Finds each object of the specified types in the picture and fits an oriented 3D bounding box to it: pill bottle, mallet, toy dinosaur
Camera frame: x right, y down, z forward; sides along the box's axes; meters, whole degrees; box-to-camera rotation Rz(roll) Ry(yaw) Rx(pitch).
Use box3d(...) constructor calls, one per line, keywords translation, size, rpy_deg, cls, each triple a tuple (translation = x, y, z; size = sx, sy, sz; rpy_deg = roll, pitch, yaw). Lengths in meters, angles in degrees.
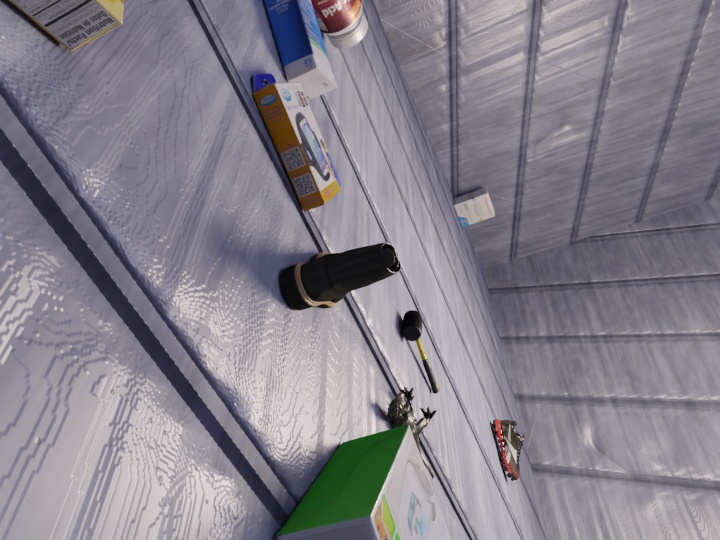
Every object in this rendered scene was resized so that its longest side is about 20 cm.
box3d(translation=(-0.065, -0.585, 1.111), size=(0.200, 0.114, 0.114), rpy_deg=(41, 35, -58), cls="pill bottle")
box3d(translation=(0.131, 0.182, 1.080), size=(0.066, 0.041, 0.200), rpy_deg=(-66, 139, -67), cls="mallet")
box3d(translation=(0.088, 0.251, 0.857), size=(0.200, 0.047, 0.088), rpy_deg=(62, 34, -32), cls="toy dinosaur")

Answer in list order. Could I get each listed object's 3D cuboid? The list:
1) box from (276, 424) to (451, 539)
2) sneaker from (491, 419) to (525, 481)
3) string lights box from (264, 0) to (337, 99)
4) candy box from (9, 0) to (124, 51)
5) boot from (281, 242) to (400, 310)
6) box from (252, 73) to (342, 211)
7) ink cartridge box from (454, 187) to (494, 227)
box3d(translation=(0.020, 0.286, 0.525), size=(0.200, 0.097, 0.177), rpy_deg=(-18, 87, -74), cls="box")
box3d(translation=(0.508, 0.593, 1.726), size=(0.071, 0.098, 0.201), rpy_deg=(39, 38, -64), cls="sneaker")
box3d(translation=(-0.108, -0.416, 0.898), size=(0.103, 0.059, 0.200), rpy_deg=(-1, 74, -73), cls="string lights box")
box3d(translation=(-0.243, -0.256, 0.324), size=(0.200, 0.055, 0.116), rpy_deg=(41, 35, -59), cls="candy box")
box3d(translation=(0.000, 0.000, 0.677), size=(0.200, 0.138, 0.078), rpy_deg=(-37, 108, -73), cls="boot")
box3d(translation=(-0.091, -0.197, 0.765), size=(0.119, 0.041, 0.200), rpy_deg=(-63, 134, -67), cls="box")
box3d(translation=(0.660, -0.367, 2.995), size=(0.145, 0.200, 0.147), rpy_deg=(-69, 138, -64), cls="ink cartridge box")
